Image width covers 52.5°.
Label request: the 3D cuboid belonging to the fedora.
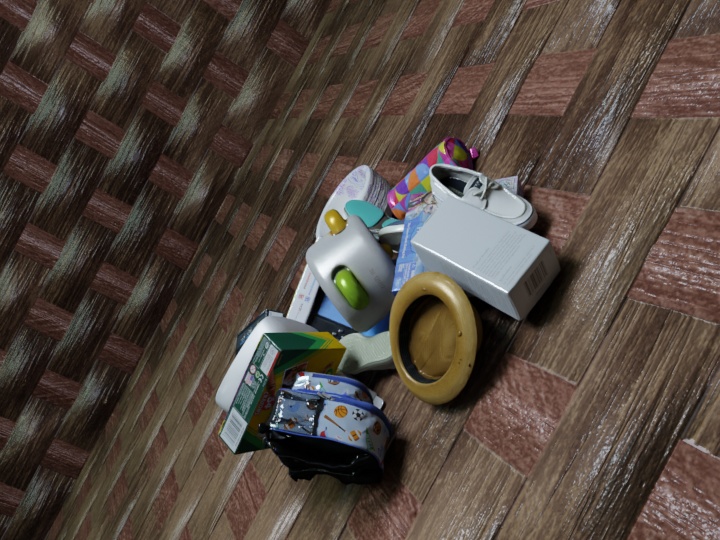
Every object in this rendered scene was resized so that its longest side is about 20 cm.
[{"bbox_3d":[0.124,0.099,1.103,0.198,0.080,0.207,7,99,52],"label":"fedora"}]

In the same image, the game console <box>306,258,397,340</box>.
[{"bbox_3d":[0.001,0.048,1.421,0.119,0.167,0.204,106,-175,-71],"label":"game console"}]

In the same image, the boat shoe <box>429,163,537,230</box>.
[{"bbox_3d":[0.185,-0.118,1.135,0.072,0.066,0.199,-45,47,-11],"label":"boat shoe"}]

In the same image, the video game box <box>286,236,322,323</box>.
[{"bbox_3d":[-0.108,0.033,1.528,0.200,0.046,0.187,135,153,-81],"label":"video game box"}]

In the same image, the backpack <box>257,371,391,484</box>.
[{"bbox_3d":[-0.043,0.261,1.172,0.201,0.186,0.157,71,-145,-58],"label":"backpack"}]

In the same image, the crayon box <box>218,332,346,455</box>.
[{"bbox_3d":[-0.130,0.206,1.245,0.058,0.171,0.204,36,108,34],"label":"crayon box"}]

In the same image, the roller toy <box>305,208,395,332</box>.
[{"bbox_3d":[0.000,0.000,1.321,0.139,0.183,0.201,-36,53,3],"label":"roller toy"}]

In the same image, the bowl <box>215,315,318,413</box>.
[{"bbox_3d":[-0.148,0.196,1.333,0.074,0.198,0.202,37,97,34],"label":"bowl"}]

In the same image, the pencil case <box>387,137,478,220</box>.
[{"bbox_3d":[0.138,-0.174,1.422,0.199,0.087,0.090,-37,33,42],"label":"pencil case"}]

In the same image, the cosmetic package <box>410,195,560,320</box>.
[{"bbox_3d":[0.178,-0.022,1.060,0.102,0.074,0.199,-46,45,-11],"label":"cosmetic package"}]

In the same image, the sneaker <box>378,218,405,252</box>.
[{"bbox_3d":[0.123,-0.093,1.337,0.196,0.075,0.086,-10,50,33],"label":"sneaker"}]

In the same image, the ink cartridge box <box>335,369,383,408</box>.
[{"bbox_3d":[-0.041,0.249,1.334,0.119,0.067,0.199,-63,23,-4],"label":"ink cartridge box"}]

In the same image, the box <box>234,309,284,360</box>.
[{"bbox_3d":[-0.215,0.188,1.522,0.199,0.045,0.163,-36,47,57],"label":"box"}]

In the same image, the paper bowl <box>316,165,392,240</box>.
[{"bbox_3d":[-0.004,-0.120,1.614,0.201,0.103,0.203,-45,25,27],"label":"paper bowl"}]

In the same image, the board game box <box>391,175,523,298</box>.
[{"bbox_3d":[0.158,-0.049,1.174,0.194,0.044,0.204,-7,52,26],"label":"board game box"}]

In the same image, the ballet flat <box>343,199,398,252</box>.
[{"bbox_3d":[0.043,-0.079,1.453,0.198,0.072,0.073,26,85,36],"label":"ballet flat"}]

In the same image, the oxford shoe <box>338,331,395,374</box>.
[{"bbox_3d":[0.020,0.150,1.317,0.198,0.057,0.077,-16,63,49],"label":"oxford shoe"}]
